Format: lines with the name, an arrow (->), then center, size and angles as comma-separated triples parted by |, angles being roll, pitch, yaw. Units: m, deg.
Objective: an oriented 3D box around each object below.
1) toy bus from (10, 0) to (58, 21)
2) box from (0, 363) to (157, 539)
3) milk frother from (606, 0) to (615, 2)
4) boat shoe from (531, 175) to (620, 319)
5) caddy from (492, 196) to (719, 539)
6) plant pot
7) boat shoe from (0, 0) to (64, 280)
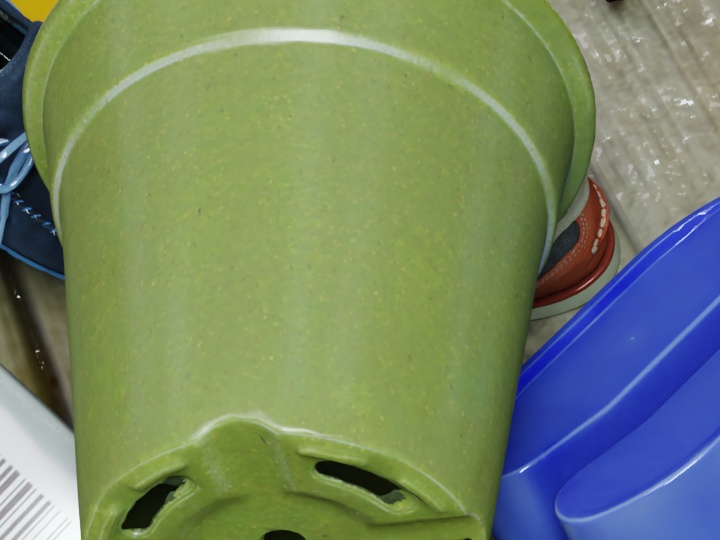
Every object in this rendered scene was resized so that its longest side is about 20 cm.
toy bus -> -0.111, -0.090, 1.058 | 0.200, 0.065, 0.078 | -43, 58, -7
box -> -0.175, 0.126, 0.879 | 0.199, 0.131, 0.200 | 41, 81, 9
milk frother -> 0.007, -0.197, 1.000 | 0.188, 0.180, 0.200 | -11, 81, 26
boat shoe -> 0.000, 0.000, 0.966 | 0.200, 0.063, 0.071 | -14, 60, 14
caddy -> 0.132, 0.061, 0.844 | 0.200, 0.105, 0.141 | -42, 22, -15
plant pot -> -0.019, 0.018, 0.804 | 0.200, 0.200, 0.190 | -12, 46, 14
boat shoe -> -0.146, -0.064, 0.964 | 0.200, 0.069, 0.084 | 36, 64, -7
